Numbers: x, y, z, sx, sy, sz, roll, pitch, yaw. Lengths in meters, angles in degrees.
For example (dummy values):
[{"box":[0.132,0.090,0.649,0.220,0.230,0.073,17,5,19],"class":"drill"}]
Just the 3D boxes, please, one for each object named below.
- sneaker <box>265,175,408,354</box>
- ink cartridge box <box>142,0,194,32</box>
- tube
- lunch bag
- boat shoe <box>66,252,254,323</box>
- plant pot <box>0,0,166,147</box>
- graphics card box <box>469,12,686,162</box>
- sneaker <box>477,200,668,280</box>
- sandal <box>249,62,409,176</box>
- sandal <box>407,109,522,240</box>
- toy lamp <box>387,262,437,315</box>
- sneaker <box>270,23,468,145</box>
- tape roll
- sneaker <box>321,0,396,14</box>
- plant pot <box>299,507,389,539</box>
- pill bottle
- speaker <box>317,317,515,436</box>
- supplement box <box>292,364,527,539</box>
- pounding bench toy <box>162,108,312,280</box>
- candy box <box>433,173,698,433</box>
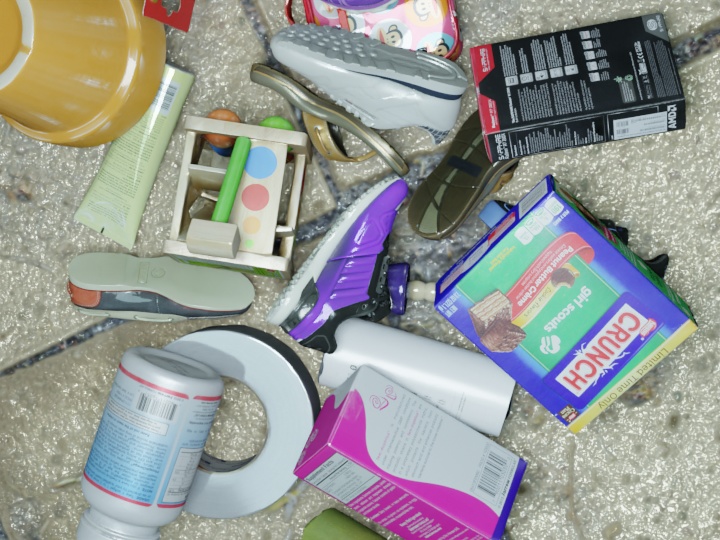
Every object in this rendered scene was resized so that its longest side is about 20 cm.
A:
[{"box":[0.000,0.000,1.421,0.100,0.070,0.200,39,82,-5],"class":"sneaker"},{"box":[-0.156,-0.342,1.410,0.050,0.161,0.200,12,95,9],"class":"ink cartridge box"},{"box":[-0.238,-0.128,1.493,0.052,0.058,0.200,18,100,-34],"class":"tube"},{"box":[0.006,-0.292,1.440,0.176,0.082,0.200,-12,93,12],"class":"lunch bag"},{"box":[-0.212,0.026,1.491,0.200,0.071,0.063,6,134,-1],"class":"boat shoe"},{"box":[-0.326,-0.229,1.402,0.200,0.183,0.200,0,91,22],"class":"plant pot"},{"box":[0.216,-0.184,1.404,0.200,0.051,0.126,-11,52,7],"class":"graphics card box"},{"box":[0.220,-0.030,1.438,0.200,0.070,0.078,31,95,-4],"class":"sneaker"},{"box":[-0.037,-0.148,1.451,0.200,0.080,0.054,32,94,8],"class":"sandal"},{"box":[0.127,-0.103,1.439,0.082,0.055,0.200,30,75,32],"class":"sandal"},{"box":[0.100,0.024,1.458,0.200,0.058,0.058,4,94,6],"class":"toy lamp"},{"box":[0.003,-0.183,1.384,0.200,0.076,0.081,18,126,-3],"class":"sneaker"},{"box":[-0.144,0.159,1.490,0.200,0.066,0.200,0,93,6],"class":"tape roll"},{"box":[-0.050,-0.298,1.367,0.200,0.083,0.081,13,102,18],"class":"sneaker"},{"box":[0.004,0.347,1.439,0.190,0.200,0.200,38,97,15],"class":"plant pot"},{"box":[-0.217,0.186,1.412,0.109,0.109,0.200,20,96,5],"class":"pill bottle"},{"box":[0.061,0.109,1.456,0.200,0.081,0.081,16,95,5],"class":"speaker"},{"box":[0.049,0.199,1.416,0.200,0.103,0.101,32,55,-9],"class":"supplement box"},{"box":[-0.121,-0.083,1.391,0.124,0.200,0.156,9,86,1],"class":"pounding bench toy"},{"box":[0.200,0.035,1.381,0.200,0.077,0.169,41,109,-10],"class":"candy box"}]
